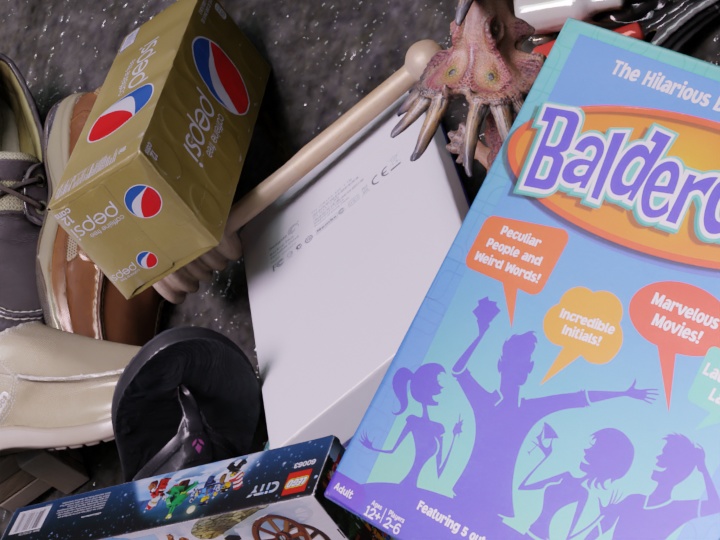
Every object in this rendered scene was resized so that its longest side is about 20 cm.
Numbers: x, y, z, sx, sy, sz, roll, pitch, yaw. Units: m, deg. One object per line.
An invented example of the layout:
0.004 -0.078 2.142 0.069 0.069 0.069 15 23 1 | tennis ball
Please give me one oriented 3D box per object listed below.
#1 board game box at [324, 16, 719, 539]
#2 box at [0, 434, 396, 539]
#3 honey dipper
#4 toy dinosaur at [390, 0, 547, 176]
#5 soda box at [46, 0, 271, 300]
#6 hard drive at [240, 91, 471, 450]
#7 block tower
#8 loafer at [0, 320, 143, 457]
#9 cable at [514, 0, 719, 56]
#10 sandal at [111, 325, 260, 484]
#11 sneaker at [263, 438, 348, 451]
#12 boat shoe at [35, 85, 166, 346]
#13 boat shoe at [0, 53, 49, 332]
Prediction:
0.094 0.025 0.658 0.152 0.045 0.200 25 86 39 | board game box
-0.061 0.154 0.903 0.200 0.137 0.038 -16 34 33 | box
-0.033 -0.054 1.002 0.200 0.038 0.038 -37 55 14 | honey dipper
0.083 -0.039 0.876 0.086 0.136 0.200 -31 77 15 | toy dinosaur
-0.104 -0.073 1.015 0.064 0.068 0.200 -29 25 23 | soda box
0.000 0.000 0.951 0.132 0.025 0.200 -39 30 17 | hard drive
-0.227 0.049 1.113 0.058 0.054 0.200 -35 58 8 | block tower
-0.161 0.059 0.991 0.200 0.076 0.068 -13 90 23 | loafer
0.153 -0.136 0.928 0.200 0.050 0.097 -19 57 30 | cable
-0.086 0.113 0.944 0.048 0.075 0.201 -123 33 -45 | sandal
0.028 0.104 0.901 0.200 0.078 0.080 6 47 46 | sneaker
-0.137 -0.023 1.077 0.074 0.076 0.200 -19 63 25 | boat shoe
-0.213 -0.046 1.107 0.066 0.072 0.201 113 150 -44 | boat shoe
